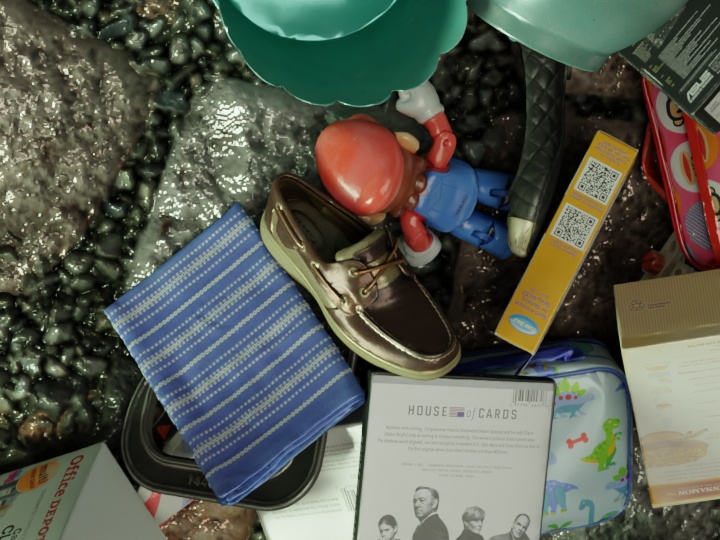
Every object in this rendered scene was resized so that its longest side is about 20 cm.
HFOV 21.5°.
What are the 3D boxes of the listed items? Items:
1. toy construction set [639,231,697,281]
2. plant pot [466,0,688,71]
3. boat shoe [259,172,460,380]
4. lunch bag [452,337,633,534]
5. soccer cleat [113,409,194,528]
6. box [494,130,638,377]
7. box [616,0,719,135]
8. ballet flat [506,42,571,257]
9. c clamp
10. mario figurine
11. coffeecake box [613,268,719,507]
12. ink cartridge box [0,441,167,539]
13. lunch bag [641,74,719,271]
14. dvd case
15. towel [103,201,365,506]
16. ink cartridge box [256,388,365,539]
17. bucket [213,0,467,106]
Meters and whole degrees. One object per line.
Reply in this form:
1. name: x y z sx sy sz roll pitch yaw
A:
1. toy construction set: 0.306 0.060 1.604 0.199 0.093 0.131 32 127 -14
2. plant pot: 0.154 -0.232 1.395 0.199 0.201 0.135 22 109 -20
3. boat shoe: 0.000 0.000 1.440 0.072 0.200 0.072 -33 157 -26
4. lunch bag: 0.131 0.141 1.602 0.198 0.083 0.162 -9 114 -8
5. soccer cleat: -0.131 0.136 1.558 0.200 0.068 0.073 -46 134 6
6. box: 0.158 -0.010 1.506 0.041 0.119 0.201 29 91 6
7. box: 0.278 -0.227 1.443 0.200 0.160 0.043 -50 139 9
8. ballet flat: 0.133 -0.109 1.488 0.056 0.066 0.202 6 80 7
9. c clamp: -0.093 0.102 1.494 0.198 0.027 0.173 1 77 17
10. mario figurine: 0.049 -0.077 1.514 0.198 0.106 0.125 19 71 -30
11. coffeecake box: 0.294 0.094 1.529 0.152 0.074 0.201 -9 133 9
12. ink cartridge box: -0.265 0.253 1.489 0.198 0.146 0.146 -19 116 18
13. lunch bag: 0.304 -0.103 1.509 0.175 0.082 0.202 -8 103 34
14. dvd case: 0.069 0.179 1.464 0.149 0.025 0.202 4 98 -12
15. towel: -0.100 0.065 1.474 0.144 0.201 0.024 -38 158 7
16. ink cartridge box: 0.003 0.205 1.544 0.146 0.083 0.202 -11 105 31
17. bucket: -0.022 -0.234 1.386 0.205 0.135 0.209 -4 112 -11
